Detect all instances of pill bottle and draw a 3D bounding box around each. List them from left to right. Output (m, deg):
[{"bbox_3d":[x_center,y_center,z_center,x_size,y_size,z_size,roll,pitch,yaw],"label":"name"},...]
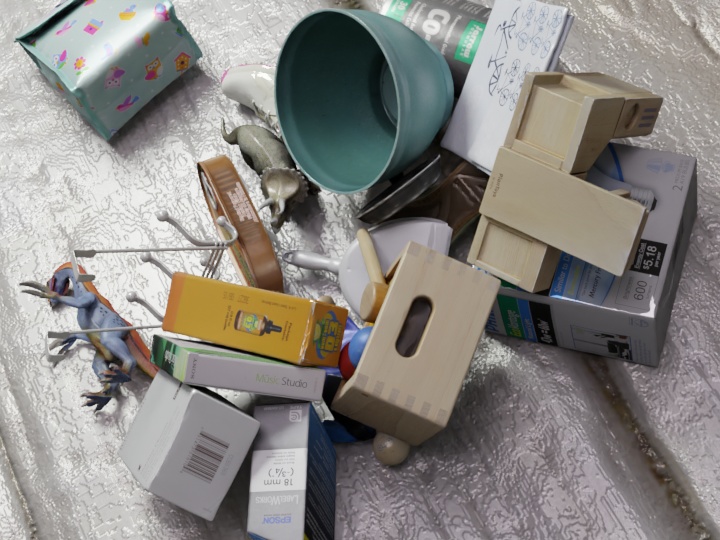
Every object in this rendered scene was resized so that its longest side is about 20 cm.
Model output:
[{"bbox_3d":[0.122,-0.253,1.836,0.199,0.113,0.113,22,69,23],"label":"pill bottle"}]

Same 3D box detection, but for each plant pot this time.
[{"bbox_3d":[0.018,-0.194,1.759,0.134,0.201,0.200,-16,49,-42],"label":"plant pot"}]

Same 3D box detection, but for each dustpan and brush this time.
[{"bbox_3d":[0.000,0.000,1.747,0.199,0.057,0.141,11,91,15],"label":"dustpan and brush"}]

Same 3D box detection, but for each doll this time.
[{"bbox_3d":[-0.010,0.128,1.701,0.136,0.048,0.200,-38,62,3],"label":"doll"}]

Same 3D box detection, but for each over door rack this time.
[{"bbox_3d":[-0.242,0.010,1.706,0.199,0.148,0.067,-14,56,-35],"label":"over door rack"}]

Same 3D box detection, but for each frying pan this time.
[{"bbox_3d":[0.032,-0.082,1.742,0.115,0.190,0.031,-38,95,-16],"label":"frying pan"}]

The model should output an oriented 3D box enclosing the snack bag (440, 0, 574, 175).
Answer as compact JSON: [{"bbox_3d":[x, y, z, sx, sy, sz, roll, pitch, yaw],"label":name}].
[{"bbox_3d":[0.149,-0.200,1.679,0.190,0.021,0.200,-70,21,10],"label":"snack bag"}]

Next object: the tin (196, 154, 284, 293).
[{"bbox_3d":[-0.133,-0.042,1.786,0.042,0.112,0.201,-19,59,-15],"label":"tin"}]

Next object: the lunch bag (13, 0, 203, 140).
[{"bbox_3d":[-0.320,-0.288,1.958,0.170,0.122,0.200,-41,53,-7],"label":"lunch bag"}]

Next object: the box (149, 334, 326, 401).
[{"bbox_3d":[-0.130,0.099,1.637,0.143,0.200,0.037,9,89,-17],"label":"box"}]

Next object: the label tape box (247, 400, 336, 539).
[{"bbox_3d":[-0.067,0.251,1.592,0.063,0.144,0.201,-4,61,10],"label":"label tape box"}]

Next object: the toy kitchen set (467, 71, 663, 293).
[{"bbox_3d":[0.241,-0.078,1.595,0.163,0.180,0.201,27,110,28],"label":"toy kitchen set"}]

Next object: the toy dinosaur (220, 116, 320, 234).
[{"bbox_3d":[-0.103,-0.126,1.828,0.077,0.102,0.201,-26,60,-2],"label":"toy dinosaur"}]

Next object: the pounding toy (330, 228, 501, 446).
[{"bbox_3d":[0.040,0.052,1.605,0.141,0.184,0.201,23,75,-3],"label":"pounding toy"}]

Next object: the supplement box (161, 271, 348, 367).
[{"bbox_3d":[-0.110,0.051,1.631,0.199,0.069,0.067,11,87,39],"label":"supplement box"}]

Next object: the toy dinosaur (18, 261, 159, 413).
[{"bbox_3d":[-0.297,0.068,1.808,0.199,0.105,0.182,7,48,-21],"label":"toy dinosaur"}]

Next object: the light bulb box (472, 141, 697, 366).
[{"bbox_3d":[0.238,-0.027,1.681,0.199,0.125,0.199,11,65,17],"label":"light bulb box"}]

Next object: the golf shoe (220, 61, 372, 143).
[{"bbox_3d":[-0.085,-0.187,1.875,0.199,0.075,0.092,15,70,22],"label":"golf shoe"}]

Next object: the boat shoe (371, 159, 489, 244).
[{"bbox_3d":[0.085,-0.058,1.770,0.200,0.065,0.072,-40,84,11],"label":"boat shoe"}]

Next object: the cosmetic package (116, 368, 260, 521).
[{"bbox_3d":[-0.179,0.172,1.621,0.081,0.200,0.113,28,84,-18],"label":"cosmetic package"}]
